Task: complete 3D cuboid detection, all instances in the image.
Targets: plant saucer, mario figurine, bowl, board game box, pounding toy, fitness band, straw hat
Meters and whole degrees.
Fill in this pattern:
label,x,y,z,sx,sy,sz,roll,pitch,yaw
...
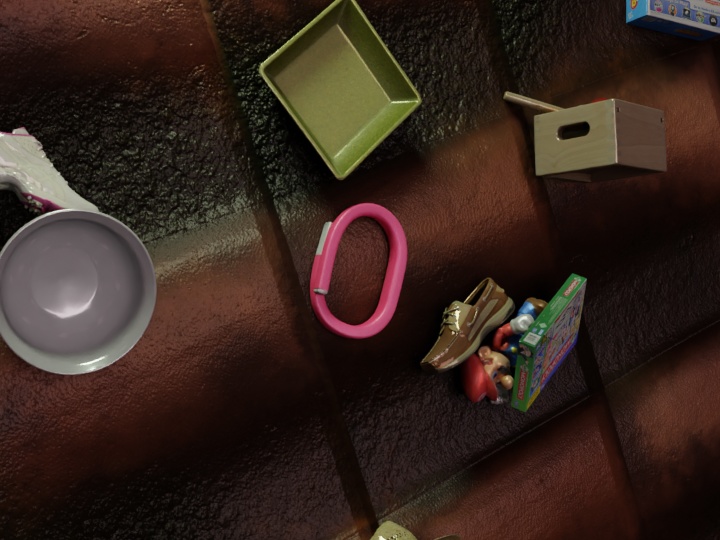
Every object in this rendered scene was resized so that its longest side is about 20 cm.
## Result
label,x,y,z,sx,sy,sz,roll,pitch,yaw
plant saucer,-0.035,-0.268,1.421,0.200,0.048,0.201,-45,108,-24
mario figurine,0.241,0.140,1.521,0.200,0.105,0.124,-41,108,-26
bowl,-0.359,0.019,1.189,0.198,0.090,0.205,-6,104,-27
board game box,0.300,0.113,1.527,0.200,0.029,0.136,-43,143,-42
pounding toy,0.367,-0.228,1.584,0.182,0.198,0.145,1,86,-43
board game box,0.580,-0.543,1.776,0.197,0.056,0.200,4,85,-29
fitness band,0.000,0.000,1.432,0.142,0.037,0.203,19,79,-27
straw hat,0.048,0.415,1.403,0.199,0.203,0.085,-22,54,-28

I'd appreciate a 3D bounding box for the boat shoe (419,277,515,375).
label,x,y,z,sx,sy,sz,roll,pitch,yaw
boat shoe,0.158,0.084,1.501,0.199,0.075,0.074,-40,101,-33

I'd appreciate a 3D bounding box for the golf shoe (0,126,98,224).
label,x,y,z,sx,sy,sz,roll,pitch,yaw
golf shoe,-0.407,-0.124,1.193,0.198,0.075,0.093,29,71,-26
